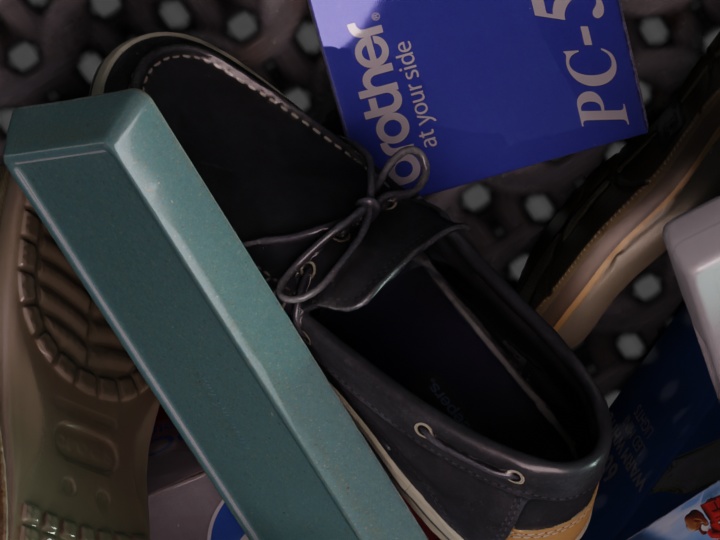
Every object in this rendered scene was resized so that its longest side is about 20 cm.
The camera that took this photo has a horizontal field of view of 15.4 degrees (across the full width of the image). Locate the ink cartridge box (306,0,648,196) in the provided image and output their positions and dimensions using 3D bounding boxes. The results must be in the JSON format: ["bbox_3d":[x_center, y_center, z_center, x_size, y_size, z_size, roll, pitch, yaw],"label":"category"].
[{"bbox_3d":[0.019,-0.125,0.803,0.094,0.044,0.201,-16,116,1],"label":"ink cartridge box"}]

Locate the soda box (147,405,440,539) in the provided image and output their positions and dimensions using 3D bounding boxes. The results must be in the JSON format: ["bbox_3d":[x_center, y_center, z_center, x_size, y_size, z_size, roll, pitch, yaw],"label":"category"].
[{"bbox_3d":[-0.058,0.086,0.868,0.199,0.063,0.070,-22,113,2],"label":"soda box"}]

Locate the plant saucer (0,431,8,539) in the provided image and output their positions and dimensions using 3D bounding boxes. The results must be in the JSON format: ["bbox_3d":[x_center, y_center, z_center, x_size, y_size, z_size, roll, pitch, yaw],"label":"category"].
[{"bbox_3d":[-0.172,0.093,0.789,0.037,0.200,0.201,11,114,-37],"label":"plant saucer"}]

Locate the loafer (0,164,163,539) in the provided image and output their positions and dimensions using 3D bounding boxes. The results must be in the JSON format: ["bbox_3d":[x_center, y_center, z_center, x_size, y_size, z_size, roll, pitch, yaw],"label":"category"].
[{"bbox_3d":[-0.102,0.043,0.797,0.068,0.201,0.076,-23,139,34],"label":"loafer"}]

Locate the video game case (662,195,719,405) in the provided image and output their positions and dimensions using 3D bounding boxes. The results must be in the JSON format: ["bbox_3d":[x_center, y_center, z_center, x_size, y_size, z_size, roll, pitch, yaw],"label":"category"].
[{"bbox_3d":[0.196,-0.004,0.786,0.199,0.023,0.182,-27,145,1],"label":"video game case"}]

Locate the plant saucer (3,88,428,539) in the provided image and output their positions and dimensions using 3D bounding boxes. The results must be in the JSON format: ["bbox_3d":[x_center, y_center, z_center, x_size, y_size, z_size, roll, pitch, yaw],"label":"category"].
[{"bbox_3d":[-0.035,0.036,0.775,0.019,0.070,0.200,-44,114,-32],"label":"plant saucer"}]

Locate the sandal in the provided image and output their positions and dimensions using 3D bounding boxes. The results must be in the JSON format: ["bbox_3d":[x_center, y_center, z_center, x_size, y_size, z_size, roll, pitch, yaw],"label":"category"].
[{"bbox_3d":[0.126,-0.041,0.837,0.054,0.080,0.200,38,110,-9],"label":"sandal"}]

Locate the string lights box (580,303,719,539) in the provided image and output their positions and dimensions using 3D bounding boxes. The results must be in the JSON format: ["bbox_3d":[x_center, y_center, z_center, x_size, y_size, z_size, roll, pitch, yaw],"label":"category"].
[{"bbox_3d":[0.143,0.060,0.897,0.102,0.059,0.200,27,108,-22],"label":"string lights box"}]

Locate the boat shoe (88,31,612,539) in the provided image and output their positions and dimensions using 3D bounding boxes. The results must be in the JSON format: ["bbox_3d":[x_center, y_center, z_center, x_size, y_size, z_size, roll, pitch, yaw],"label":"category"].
[{"bbox_3d":[0.000,0.000,0.778,0.200,0.075,0.062,48,147,9],"label":"boat shoe"}]

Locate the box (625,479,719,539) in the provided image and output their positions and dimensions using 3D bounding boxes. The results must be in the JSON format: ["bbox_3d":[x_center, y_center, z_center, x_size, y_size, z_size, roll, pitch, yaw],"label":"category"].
[{"bbox_3d":[0.132,0.096,0.809,0.200,0.038,0.137,-35,152,13],"label":"box"}]
